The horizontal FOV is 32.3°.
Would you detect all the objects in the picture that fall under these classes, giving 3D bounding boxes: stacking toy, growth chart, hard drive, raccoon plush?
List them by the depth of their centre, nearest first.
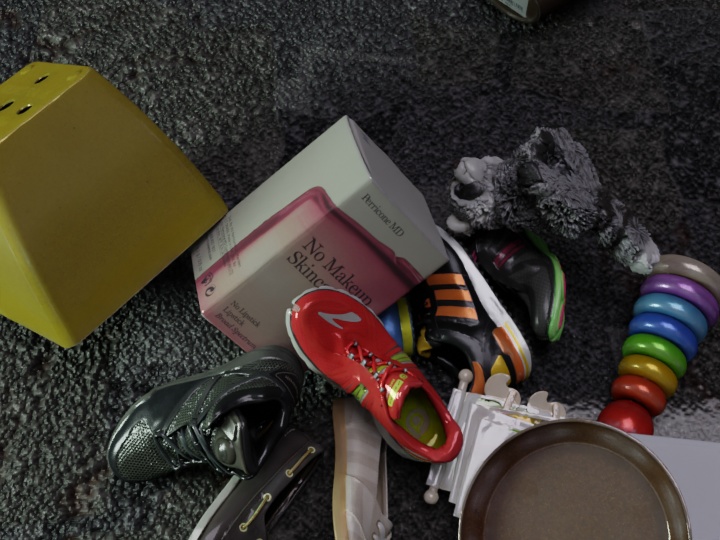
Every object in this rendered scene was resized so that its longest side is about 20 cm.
[{"bbox_3d":[0.314,0.221,1.103,0.197,0.027,0.134,7,79,-6],"label":"hard drive"},{"bbox_3d":[0.157,0.184,1.122,0.198,0.018,0.146,26,77,6],"label":"growth chart"},{"bbox_3d":[0.280,0.087,1.181,0.084,0.086,0.202,23,66,10],"label":"stacking toy"},{"bbox_3d":[0.169,-0.040,1.182,0.201,0.134,0.097,51,42,-2],"label":"raccoon plush"}]

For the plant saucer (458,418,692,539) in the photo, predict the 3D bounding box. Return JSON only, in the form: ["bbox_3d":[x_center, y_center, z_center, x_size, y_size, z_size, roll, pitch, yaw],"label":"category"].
[{"bbox_3d":[0.184,0.231,1.068,0.197,0.034,0.204,-3,77,14],"label":"plant saucer"}]

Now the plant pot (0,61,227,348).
[{"bbox_3d":[-0.279,-0.078,1.139,0.200,0.178,0.199,-44,33,-23],"label":"plant pot"}]

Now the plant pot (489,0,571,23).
[{"bbox_3d":[0.224,-0.385,1.405,0.186,0.187,0.201,35,79,16],"label":"plant pot"}]

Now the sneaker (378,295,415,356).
[{"bbox_3d":[0.000,0.000,1.222,0.077,0.066,0.203,-8,61,-4],"label":"sneaker"}]

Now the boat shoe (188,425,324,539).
[{"bbox_3d":[-0.100,0.222,1.085,0.060,0.072,0.203,22,59,14],"label":"boat shoe"}]

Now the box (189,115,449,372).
[{"bbox_3d":[-0.040,-0.016,1.131,0.199,0.128,0.110,-38,36,14],"label":"box"}]

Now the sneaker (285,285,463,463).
[{"bbox_3d":[0.021,0.089,1.072,0.200,0.085,0.077,45,79,-13],"label":"sneaker"}]

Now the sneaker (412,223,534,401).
[{"bbox_3d":[0.080,0.039,1.200,0.089,0.070,0.201,-28,67,-21],"label":"sneaker"}]

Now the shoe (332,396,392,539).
[{"bbox_3d":[0.004,0.201,1.103,0.052,0.070,0.203,-4,58,4],"label":"shoe"}]

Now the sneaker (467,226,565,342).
[{"bbox_3d":[0.148,-0.006,1.234,0.083,0.077,0.202,-17,52,-6],"label":"sneaker"}]

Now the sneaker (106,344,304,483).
[{"bbox_3d":[-0.142,0.143,1.081,0.197,0.077,0.115,-24,19,11],"label":"sneaker"}]
